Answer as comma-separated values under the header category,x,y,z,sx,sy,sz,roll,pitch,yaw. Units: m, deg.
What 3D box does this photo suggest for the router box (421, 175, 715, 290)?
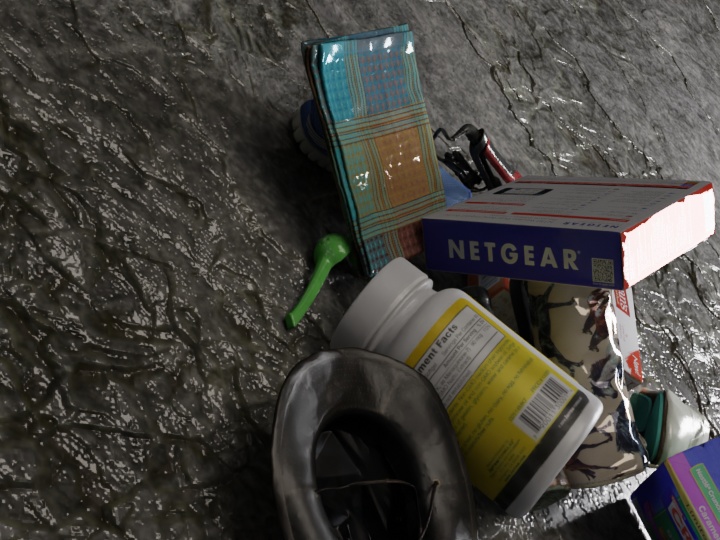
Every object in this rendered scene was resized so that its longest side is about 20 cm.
category,x,y,z,sx,sy,sz,roll,pitch,yaw
router box,0.183,-0.040,0.979,0.178,0.198,0.050,-23,112,-45

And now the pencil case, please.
category,x,y,z,sx,sy,sz,roll,pitch,yaw
pencil case,0.199,0.085,0.972,0.088,0.078,0.203,-6,83,-27

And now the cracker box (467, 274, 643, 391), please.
category,x,y,z,sx,sy,sz,roll,pitch,yaw
cracker box,0.198,0.030,1.128,0.199,0.058,0.135,33,39,-24

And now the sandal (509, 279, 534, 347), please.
category,x,y,z,sx,sy,sz,roll,pitch,yaw
sandal,0.188,0.087,1.026,0.075,0.043,0.203,-22,96,-30

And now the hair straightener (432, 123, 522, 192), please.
category,x,y,z,sx,sy,sz,roll,pitch,yaw
hair straightener,0.123,-0.087,1.137,0.200,0.076,0.041,39,42,-48

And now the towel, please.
category,x,y,z,sx,sy,sz,roll,pitch,yaw
towel,0.022,-0.108,0.961,0.146,0.021,0.203,-24,103,-49

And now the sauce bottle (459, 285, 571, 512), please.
category,x,y,z,sx,sy,sz,roll,pitch,yaw
sauce bottle,0.124,0.108,0.968,0.064,0.065,0.202,13,50,-40

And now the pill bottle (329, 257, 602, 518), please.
category,x,y,z,sx,sy,sz,roll,pitch,yaw
pill bottle,0.080,0.087,0.868,0.199,0.115,0.114,39,33,13

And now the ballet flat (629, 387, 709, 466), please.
category,x,y,z,sx,sy,sz,roll,pitch,yaw
ballet flat,0.299,0.149,1.056,0.070,0.069,0.200,52,5,3

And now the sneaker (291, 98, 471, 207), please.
category,x,y,z,sx,sy,sz,roll,pitch,yaw
sneaker,0.035,-0.109,1.046,0.199,0.089,0.079,30,40,-26

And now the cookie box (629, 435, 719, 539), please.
category,x,y,z,sx,sy,sz,roll,pitch,yaw
cookie box,0.317,0.243,0.957,0.200,0.074,0.173,79,-13,-69

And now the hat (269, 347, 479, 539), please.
category,x,y,z,sx,sy,sz,roll,pitch,yaw
hat,-0.005,0.159,0.769,0.199,0.081,0.203,21,55,-32

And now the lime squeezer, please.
category,x,y,z,sx,sy,sz,roll,pitch,yaw
lime squeezer,0.000,0.000,0.954,0.199,0.038,0.071,-8,64,-52
